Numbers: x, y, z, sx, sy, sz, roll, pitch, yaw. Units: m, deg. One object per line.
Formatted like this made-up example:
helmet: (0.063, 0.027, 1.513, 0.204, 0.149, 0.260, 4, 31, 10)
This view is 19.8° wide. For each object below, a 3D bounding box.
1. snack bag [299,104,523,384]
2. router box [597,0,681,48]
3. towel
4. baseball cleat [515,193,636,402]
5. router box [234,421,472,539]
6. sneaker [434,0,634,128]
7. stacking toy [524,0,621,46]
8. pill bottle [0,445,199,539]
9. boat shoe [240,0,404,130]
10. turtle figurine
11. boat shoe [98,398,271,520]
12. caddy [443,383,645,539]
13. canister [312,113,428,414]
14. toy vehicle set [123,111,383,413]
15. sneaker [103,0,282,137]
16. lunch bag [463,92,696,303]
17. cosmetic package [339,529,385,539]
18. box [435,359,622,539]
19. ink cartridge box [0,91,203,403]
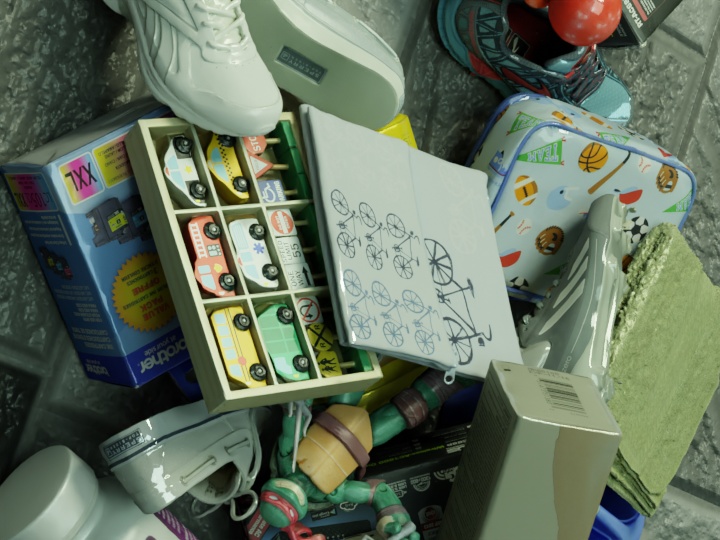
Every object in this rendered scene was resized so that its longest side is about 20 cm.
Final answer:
snack bag: (0.043, -0.012, 1.441, 0.199, 0.021, 0.190, 18, 51, -43)
router box: (0.203, -0.300, 1.649, 0.150, 0.062, 0.200, -46, 117, -24)
towel: (0.227, 0.077, 1.614, 0.148, 0.036, 0.201, 48, 60, -41)
baseball cleat: (0.146, 0.030, 1.538, 0.070, 0.106, 0.201, 65, 31, -54)
router box: (0.019, 0.209, 1.512, 0.199, 0.062, 0.151, -14, 105, -4)
sneaker: (0.151, -0.157, 1.612, 0.199, 0.095, 0.080, 29, 77, -32)
stacking toy: (0.118, -0.245, 1.529, 0.085, 0.086, 0.200, -34, 70, -28)
pill bottle: (-0.162, 0.213, 1.413, 0.200, 0.112, 0.112, 48, 68, -26)
boat shoe: (-0.054, -0.175, 1.488, 0.200, 0.070, 0.072, 33, 29, -10)
turtle figurine: (-0.013, 0.116, 1.421, 0.150, 0.100, 0.200, 49, 62, -21)
boat shoe: (-0.103, 0.134, 1.417, 0.086, 0.074, 0.202, 63, 17, 5)
caddy: (0.138, 0.171, 1.615, 0.200, 0.105, 0.142, 33, 74, -31)
canister: (0.000, 0.000, 1.526, 0.148, 0.086, 0.201, -26, 105, -30)
toy vehicle set: (-0.071, -0.009, 1.371, 0.124, 0.027, 0.201, -7, 70, -35)
sneaker: (-0.112, -0.179, 1.377, 0.078, 0.099, 0.200, -21, 67, -43)
lunch bag: (0.156, -0.044, 1.620, 0.199, 0.076, 0.161, 16, 109, -32)
cosmetic package: (0.003, 0.295, 1.462, 0.103, 0.073, 0.201, -16, 106, -3)
box: (0.106, 0.174, 1.421, 0.077, 0.095, 0.201, 11, 111, -13)
ink cartridge box: (-0.144, -0.010, 1.435, 0.136, 0.076, 0.201, -30, 110, -29)
